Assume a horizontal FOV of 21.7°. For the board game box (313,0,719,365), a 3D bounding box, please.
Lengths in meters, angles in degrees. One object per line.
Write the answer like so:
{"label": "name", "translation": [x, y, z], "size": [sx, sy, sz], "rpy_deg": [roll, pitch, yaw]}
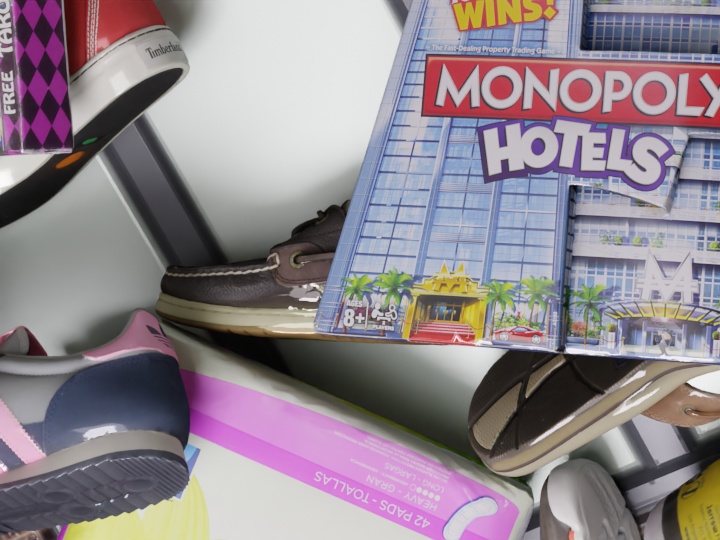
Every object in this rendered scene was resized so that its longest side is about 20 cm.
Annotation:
{"label": "board game box", "translation": [0.089, -0.067, 0.760], "size": [0.198, 0.062, 0.202], "rpy_deg": [3, 88, 19]}

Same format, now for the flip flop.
{"label": "flip flop", "translation": [0.138, 0.040, 0.822], "size": [0.199, 0.081, 0.058], "rpy_deg": [-32, 124, 23]}

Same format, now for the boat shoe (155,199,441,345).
{"label": "boat shoe", "translation": [0.000, 0.000, 0.856], "size": [0.198, 0.073, 0.066], "rpy_deg": [1, 89, 19]}

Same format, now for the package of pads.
{"label": "package of pads", "translation": [-0.037, 0.133, 0.866], "size": [0.198, 0.068, 0.156], "rpy_deg": [23, 91, -3]}

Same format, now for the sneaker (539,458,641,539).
{"label": "sneaker", "translation": [0.093, 0.185, 0.886], "size": [0.081, 0.077, 0.202], "rpy_deg": [-2, 108, 25]}

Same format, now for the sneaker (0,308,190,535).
{"label": "sneaker", "translation": [-0.168, 0.070, 0.824], "size": [0.198, 0.070, 0.083], "rpy_deg": [-9, 62, 11]}

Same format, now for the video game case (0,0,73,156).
{"label": "video game case", "translation": [-0.205, -0.148, 0.831], "size": [0.180, 0.036, 0.202], "rpy_deg": [1, 96, 38]}

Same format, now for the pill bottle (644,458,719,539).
{"label": "pill bottle", "translation": [0.226, 0.095, 0.786], "size": [0.200, 0.111, 0.112], "rpy_deg": [-39, 94, 26]}

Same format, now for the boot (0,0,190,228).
{"label": "boot", "translation": [-0.183, -0.103, 0.882], "size": [0.199, 0.072, 0.145], "rpy_deg": [-35, 83, 31]}
